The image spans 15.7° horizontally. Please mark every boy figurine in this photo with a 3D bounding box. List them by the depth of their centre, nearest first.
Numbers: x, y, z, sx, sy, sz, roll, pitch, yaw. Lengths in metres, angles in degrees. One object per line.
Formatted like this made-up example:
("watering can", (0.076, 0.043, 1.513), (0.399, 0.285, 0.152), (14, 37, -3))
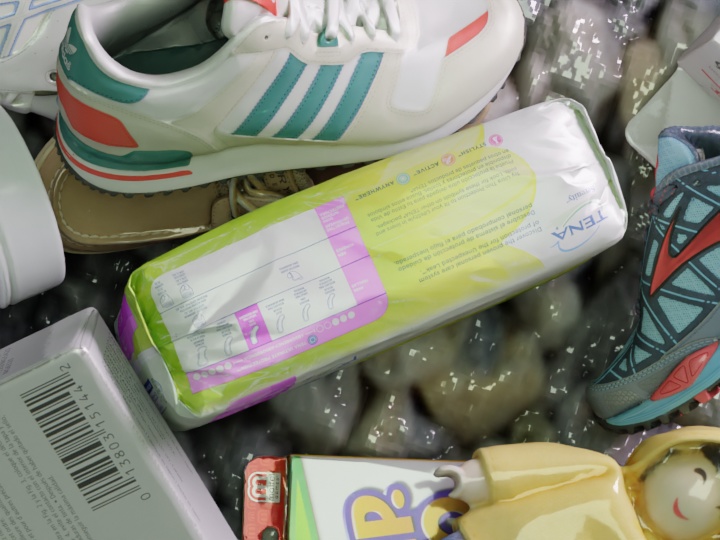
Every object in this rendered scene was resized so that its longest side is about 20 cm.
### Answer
("boy figurine", (0.083, 0.127, 1.083), (0.199, 0.064, 0.125), (-24, 85, -6))

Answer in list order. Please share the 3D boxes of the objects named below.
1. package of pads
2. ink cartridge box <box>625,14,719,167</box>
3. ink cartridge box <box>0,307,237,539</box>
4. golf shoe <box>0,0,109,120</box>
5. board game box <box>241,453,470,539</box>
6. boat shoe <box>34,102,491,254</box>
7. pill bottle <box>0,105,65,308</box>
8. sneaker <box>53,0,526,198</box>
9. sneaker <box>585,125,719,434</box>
("package of pads", (0.000, 0.000, 1.064), (0.199, 0.155, 0.068), (-23, 87, -9))
("ink cartridge box", (0.223, -0.097, 1.146), (0.116, 0.067, 0.200), (43, 81, -1))
("ink cartridge box", (-0.134, 0.138, 1.045), (0.176, 0.045, 0.201), (-25, 110, 11))
("golf shoe", (-0.157, -0.094, 1.099), (0.199, 0.078, 0.098), (-31, 95, -7))
("board game box", (0.048, 0.130, 1.122), (0.199, 0.030, 0.096), (2, 83, -4))
("boat shoe", (-0.043, -0.055, 1.100), (0.199, 0.065, 0.072), (-21, 112, -10))
("pill bottle", (-0.224, 0.005, 1.047), (0.199, 0.112, 0.113), (-22, 87, -17))
("sneaker", (-0.026, -0.091, 1.036), (0.199, 0.094, 0.071), (-13, 59, -10))
("sneaker", (0.155, -0.017, 1.104), (0.096, 0.079, 0.200), (45, 113, 8))
